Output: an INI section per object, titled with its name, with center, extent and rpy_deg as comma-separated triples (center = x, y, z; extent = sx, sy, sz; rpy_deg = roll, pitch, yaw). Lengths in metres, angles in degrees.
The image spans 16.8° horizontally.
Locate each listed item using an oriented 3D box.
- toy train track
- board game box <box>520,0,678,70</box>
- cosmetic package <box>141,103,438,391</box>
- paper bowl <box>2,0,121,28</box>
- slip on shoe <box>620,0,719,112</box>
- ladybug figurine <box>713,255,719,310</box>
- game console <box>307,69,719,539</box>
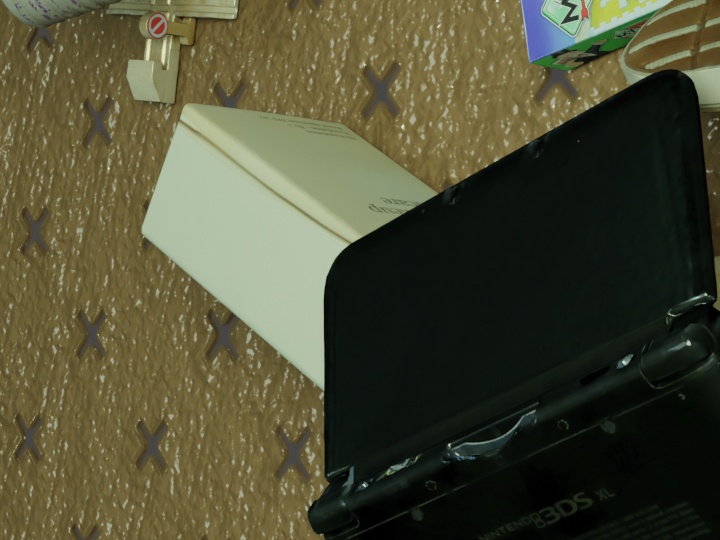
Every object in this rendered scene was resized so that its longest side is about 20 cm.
[toy train track]
center = -0.107, -0.190, 1.292
extent = 0.115, 0.033, 0.200
rpy_deg = 8, 92, 49
[board game box]
center = 0.115, -0.201, 1.044
extent = 0.135, 0.029, 0.200
rpy_deg = -20, 72, 45
[cosmetic package]
center = 0.000, 0.000, 1.104
extent = 0.200, 0.104, 0.073
rpy_deg = 36, 113, 43
[paper bowl]
center = -0.146, -0.227, 1.192
extent = 0.104, 0.201, 0.201
rpy_deg = -18, 70, 8
[slip on shoe]
center = 0.187, -0.081, 0.926
extent = 0.200, 0.061, 0.076
rpy_deg = -8, 38, 44
[ladybug figurine]
center = 0.140, 0.068, 0.961
extent = 0.200, 0.072, 0.136
rpy_deg = -32, 65, 43
[game console]
center = 0.085, 0.053, 0.936
extent = 0.200, 0.116, 0.176
rpy_deg = -29, 106, 39
